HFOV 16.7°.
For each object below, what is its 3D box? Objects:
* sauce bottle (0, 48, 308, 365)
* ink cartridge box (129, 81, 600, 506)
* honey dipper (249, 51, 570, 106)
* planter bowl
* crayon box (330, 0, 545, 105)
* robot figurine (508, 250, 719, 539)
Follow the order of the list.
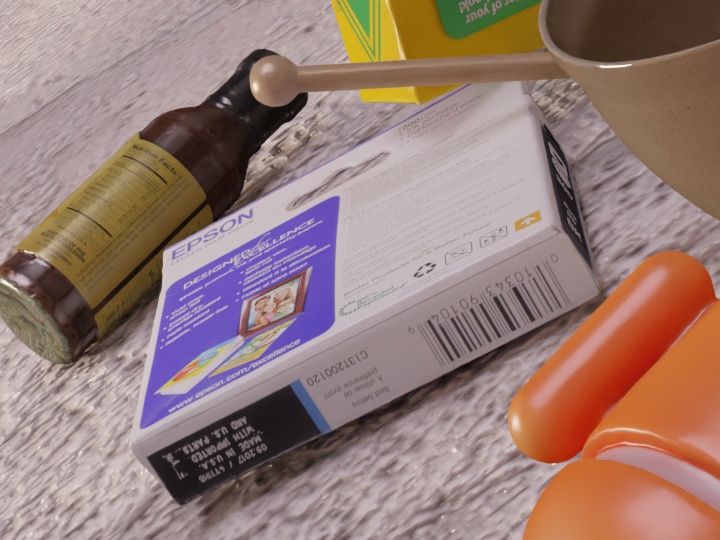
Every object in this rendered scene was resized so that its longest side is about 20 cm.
[{"bbox_3d":[-0.103,-0.037,1.251,0.200,0.065,0.065,-45,24,-27],"label":"sauce bottle"},{"bbox_3d":[0.000,0.000,1.052,0.197,0.044,0.200,-28,22,12],"label":"ink cartridge box"},{"bbox_3d":[0.051,-0.085,1.050,0.199,0.038,0.038,-4,27,3],"label":"honey dipper"},{"bbox_3d":[0.179,-0.079,0.844,0.199,0.135,0.201,-28,23,13],"label":"planter bowl"},{"bbox_3d":[0.066,-0.192,1.117,0.199,0.174,0.058,-26,19,-27],"label":"crayon box"},{"bbox_3d":[0.121,0.063,0.663,0.200,0.144,0.117,-44,8,-21],"label":"robot figurine"}]
